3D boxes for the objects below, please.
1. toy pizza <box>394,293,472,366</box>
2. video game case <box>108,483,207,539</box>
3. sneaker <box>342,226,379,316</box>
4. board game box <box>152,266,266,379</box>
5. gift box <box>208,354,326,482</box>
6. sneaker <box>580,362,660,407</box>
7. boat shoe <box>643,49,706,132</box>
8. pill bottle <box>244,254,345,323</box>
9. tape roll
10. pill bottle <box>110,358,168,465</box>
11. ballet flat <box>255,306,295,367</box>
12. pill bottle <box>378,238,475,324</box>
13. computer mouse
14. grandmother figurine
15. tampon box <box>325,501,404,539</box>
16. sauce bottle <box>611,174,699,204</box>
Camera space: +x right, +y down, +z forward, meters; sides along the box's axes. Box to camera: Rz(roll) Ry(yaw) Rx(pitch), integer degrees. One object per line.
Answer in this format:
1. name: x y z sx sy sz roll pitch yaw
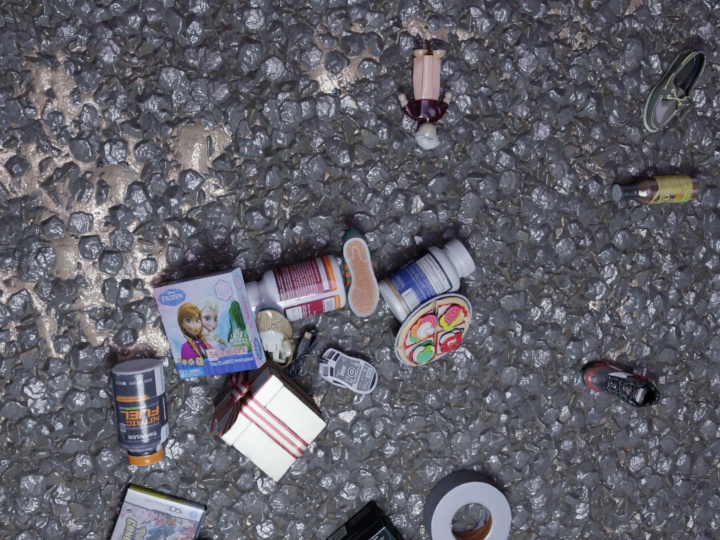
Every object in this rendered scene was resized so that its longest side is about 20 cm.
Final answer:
1. toy pizza: 0.163 0.136 1.602 0.197 0.032 0.203 -20 136 -20
2. video game case: -0.448 0.582 1.596 0.178 0.025 0.204 20 93 -14
3. sneaker: 0.000 0.000 1.587 0.070 0.080 0.204 -6 120 0
4. board game box: -0.308 0.110 1.502 0.196 0.041 0.204 -11 101 23
5. gift box: -0.204 0.306 1.527 0.187 0.184 0.201 44 82 -16
6. sneaker: 0.616 0.271 1.733 0.197 0.098 0.072 18 96 -12
7. boat shoe: 0.713 -0.410 1.676 0.071 0.060 0.204 29 91 -14
8. pill bottle: -0.136 0.044 1.540 0.196 0.113 0.116 -14 100 -9
9. tape roll: 0.248 0.575 1.717 0.196 0.066 0.205 -1 98 -10
10. pill bottle: -0.449 0.292 1.515 0.104 0.106 0.205 -5 99 -10
11. ballet flat: -0.170 0.144 1.510 0.069 0.201 0.067 -2 61 9
12. pill bottle: 0.144 0.020 1.594 0.198 0.111 0.112 -34 103 -5
13. computer mouse: -0.056 0.213 1.610 0.197 0.044 0.112 27 70 -16
14. grandmother figurine: 0.138 -0.361 1.569 0.118 0.061 0.205 -2 96 -2
15. tampon box: 0.041 0.659 1.655 0.149 0.126 0.201 -37 104 -4
16. sauce bottle: 0.676 -0.184 1.700 0.195 0.065 0.066 -5 99 -9
